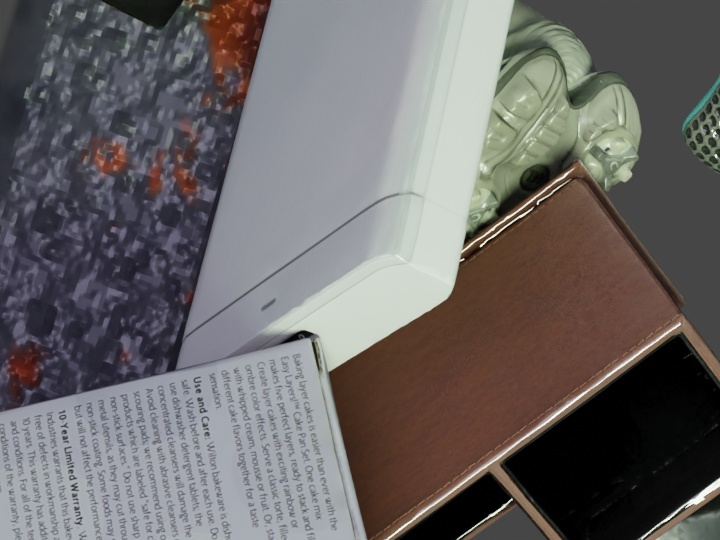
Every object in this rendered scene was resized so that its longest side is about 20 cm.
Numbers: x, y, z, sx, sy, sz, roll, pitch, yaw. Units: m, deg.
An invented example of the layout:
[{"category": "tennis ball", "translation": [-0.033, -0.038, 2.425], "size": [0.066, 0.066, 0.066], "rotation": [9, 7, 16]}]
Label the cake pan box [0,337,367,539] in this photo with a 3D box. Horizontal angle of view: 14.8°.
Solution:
[{"category": "cake pan box", "translation": [-0.076, 0.128, 0.696], "size": [0.184, 0.052, 0.200], "rotation": [-16, 60, 1]}]

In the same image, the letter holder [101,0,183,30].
[{"category": "letter holder", "translation": [-0.068, -0.205, 0.864], "size": [0.200, 0.101, 0.142], "rotation": [-50, 59, 10]}]

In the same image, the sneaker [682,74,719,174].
[{"category": "sneaker", "translation": [0.130, -0.113, 0.797], "size": [0.091, 0.078, 0.200], "rotation": [0, 83, 26]}]

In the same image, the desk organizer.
[{"category": "desk organizer", "translation": [0.013, 0.068, 0.792], "size": [0.200, 0.072, 0.077], "rotation": [-37, 40, 5]}]

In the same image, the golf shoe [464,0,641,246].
[{"category": "golf shoe", "translation": [0.000, 0.000, 0.852], "size": [0.200, 0.078, 0.097], "rotation": [-50, 43, 13]}]

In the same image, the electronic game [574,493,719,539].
[{"category": "electronic game", "translation": [0.099, 0.137, 0.756], "size": [0.200, 0.042, 0.200], "rotation": [-16, 44, 16]}]

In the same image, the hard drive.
[{"category": "hard drive", "translation": [0.004, -0.065, 0.787], "size": [0.132, 0.027, 0.200], "rotation": [-34, 36, 54]}]
